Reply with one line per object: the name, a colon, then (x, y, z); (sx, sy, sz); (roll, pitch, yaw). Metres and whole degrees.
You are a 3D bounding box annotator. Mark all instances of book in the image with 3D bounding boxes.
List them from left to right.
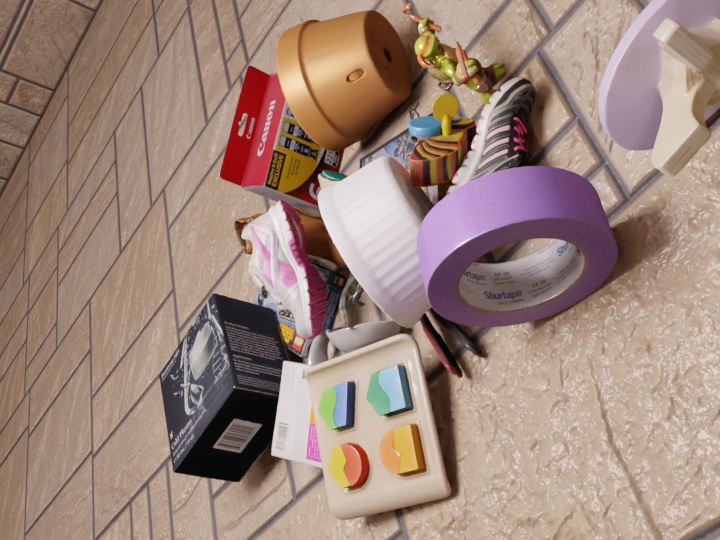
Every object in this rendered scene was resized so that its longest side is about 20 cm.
book: (-0.032, 0.202, 1.121); (0.198, 0.048, 0.135); (5, 84, 37)

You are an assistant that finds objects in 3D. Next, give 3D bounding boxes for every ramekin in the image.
ramekin: (0.045, -0.041, 1.010); (0.097, 0.200, 0.202); (-35, 46, 14)

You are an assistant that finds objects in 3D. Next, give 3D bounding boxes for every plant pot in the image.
plant pot: (-0.013, -0.299, 1.256); (0.139, 0.200, 0.202); (-19, 59, 29)

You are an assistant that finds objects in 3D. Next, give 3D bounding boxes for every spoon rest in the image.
spoon rest: (-0.019, 0.098, 1.165); (0.200, 0.098, 0.061); (-34, 65, 52)

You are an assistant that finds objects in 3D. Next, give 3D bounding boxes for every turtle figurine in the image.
turtle figurine: (0.125, -0.255, 1.051); (0.065, 0.160, 0.201); (-55, 38, 20)

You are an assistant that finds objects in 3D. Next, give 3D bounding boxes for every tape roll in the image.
tape roll: (0.160, -0.019, 0.866); (0.200, 0.199, 0.066); (-40, 46, 37)

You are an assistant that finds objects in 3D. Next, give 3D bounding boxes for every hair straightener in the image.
hair straightener: (0.107, 0.046, 1.065); (0.077, 0.041, 0.201); (-45, 36, 13)

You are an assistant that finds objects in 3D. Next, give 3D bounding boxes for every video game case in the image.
video game case: (0.059, -0.106, 1.196); (0.180, 0.025, 0.202); (-26, 56, 47)

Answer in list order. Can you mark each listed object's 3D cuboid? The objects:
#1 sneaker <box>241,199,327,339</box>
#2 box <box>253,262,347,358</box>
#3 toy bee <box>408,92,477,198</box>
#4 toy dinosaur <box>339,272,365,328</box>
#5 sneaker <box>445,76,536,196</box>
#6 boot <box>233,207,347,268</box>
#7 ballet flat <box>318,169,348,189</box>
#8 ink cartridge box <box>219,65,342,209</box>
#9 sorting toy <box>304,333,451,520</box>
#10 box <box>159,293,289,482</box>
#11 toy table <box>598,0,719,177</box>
sneaker: (-0.110, 0.007, 1.190); (0.087, 0.081, 0.202); (-21, 78, 14)
box: (-0.107, 0.050, 1.344); (0.199, 0.040, 0.138); (22, 93, 55)
toy bee: (0.115, -0.173, 1.066); (0.107, 0.132, 0.202); (-4, 50, 6)
toy dinosaur: (0.000, 0.000, 1.147); (0.088, 0.047, 0.202); (111, 179, -66)
sneaker: (0.180, -0.138, 1.007); (0.087, 0.074, 0.202); (20, 78, 33)
boot: (-0.099, -0.043, 1.268); (0.200, 0.153, 0.075); (-145, 53, -59)
ballet flat: (-0.022, -0.107, 1.218); (0.070, 0.069, 0.200); (-69, 21, 4)
ink cartridge box: (-0.118, -0.218, 1.359); (0.083, 0.174, 0.202); (3, 79, 54)
sorting toy: (0.012, 0.200, 1.042); (0.184, 0.036, 0.202); (-23, 73, 34)
box: (-0.208, 0.182, 1.288); (0.201, 0.123, 0.198); (-53, 37, 26)
toy table: (0.319, -0.180, 0.761); (0.118, 0.182, 0.201); (-100, 32, -59)
